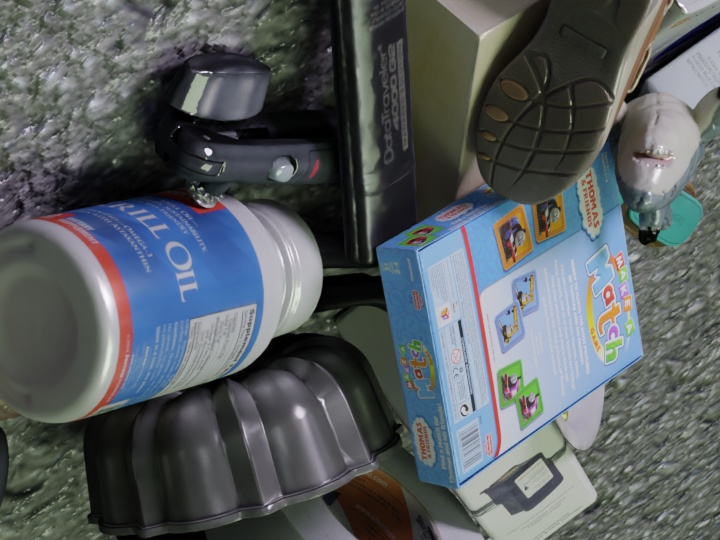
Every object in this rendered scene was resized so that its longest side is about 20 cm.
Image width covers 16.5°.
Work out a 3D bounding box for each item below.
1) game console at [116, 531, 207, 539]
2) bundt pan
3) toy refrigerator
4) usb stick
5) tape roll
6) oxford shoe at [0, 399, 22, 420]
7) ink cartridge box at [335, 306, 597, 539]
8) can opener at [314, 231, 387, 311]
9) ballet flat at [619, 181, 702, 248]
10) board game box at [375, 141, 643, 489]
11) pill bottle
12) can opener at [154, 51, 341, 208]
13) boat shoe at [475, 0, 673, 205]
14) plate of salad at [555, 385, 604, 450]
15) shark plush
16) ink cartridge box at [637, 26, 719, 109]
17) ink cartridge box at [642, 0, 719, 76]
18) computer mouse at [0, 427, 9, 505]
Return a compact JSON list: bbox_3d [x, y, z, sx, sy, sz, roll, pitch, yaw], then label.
[{"bbox_3d":[-0.057,0.244,1.707,0.116,0.200,0.176,-34,152,-8],"label":"game console"},{"bbox_3d":[-0.078,0.091,1.512,0.201,0.076,0.202,-15,-171,2],"label":"bundt pan"},{"bbox_3d":[0.065,-0.108,1.491,0.076,0.070,0.200,-34,153,-26],"label":"toy refrigerator"},{"bbox_3d":[0.007,-0.094,1.405,0.055,0.033,0.200,-35,133,-40],"label":"usb stick"},{"bbox_3d":[-0.006,0.181,1.653,0.200,0.200,0.066,4,131,-52],"label":"tape roll"},{"bbox_3d":[-0.217,0.055,1.402,0.200,0.071,0.073,3,150,-46],"label":"oxford shoe"},{"bbox_3d":[0.075,0.097,1.711,0.084,0.145,0.200,-37,152,-2],"label":"ink cartridge box"},{"bbox_3d":[0.000,0.000,1.563,0.200,0.079,0.064,4,89,-38],"label":"can opener"},{"bbox_3d":[0.167,-0.069,1.661,0.068,0.072,0.200,-56,150,6],"label":"ballet flat"},{"bbox_3d":[0.095,0.021,1.502,0.200,0.037,0.152,-29,117,-43],"label":"board game box"},{"bbox_3d":[-0.115,0.013,1.391,0.200,0.112,0.112,-16,144,-52],"label":"pill bottle"},{"bbox_3d":[-0.043,-0.072,1.414,0.200,0.063,0.079,6,128,-53],"label":"can opener"},{"bbox_3d":[0.131,-0.121,1.411,0.072,0.076,0.200,-39,163,-52],"label":"boat shoe"},{"bbox_3d":[0.146,0.020,1.658,0.048,0.201,0.200,-7,158,18],"label":"plate of salad"},{"bbox_3d":[0.169,-0.056,1.512,0.091,0.084,0.200,5,169,-3],"label":"shark plush"},{"bbox_3d":[0.273,-0.151,1.624,0.200,0.047,0.160,-34,175,1],"label":"ink cartridge box"},{"bbox_3d":[0.200,-0.167,1.538,0.197,0.047,0.200,-32,179,-34],"label":"ink cartridge box"},{"bbox_3d":[-0.283,0.170,1.484,0.200,0.053,0.139,-40,151,0],"label":"computer mouse"}]
